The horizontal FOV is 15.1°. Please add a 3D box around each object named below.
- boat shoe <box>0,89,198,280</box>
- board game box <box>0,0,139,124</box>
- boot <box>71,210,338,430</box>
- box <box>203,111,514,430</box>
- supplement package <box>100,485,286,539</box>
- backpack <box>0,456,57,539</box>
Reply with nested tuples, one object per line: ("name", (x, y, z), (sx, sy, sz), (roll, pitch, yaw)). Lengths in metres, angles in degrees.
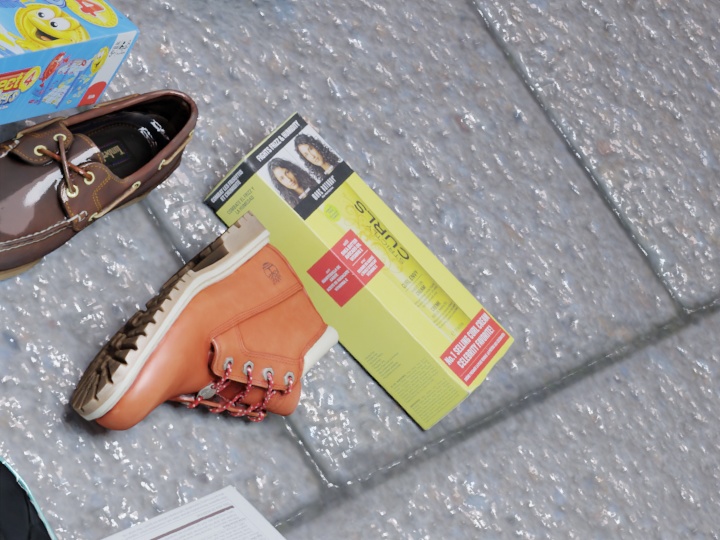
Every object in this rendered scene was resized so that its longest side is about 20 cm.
("boat shoe", (-0.171, -0.057, 1.562), (0.070, 0.070, 0.200), (52, 42, 3))
("board game box", (-0.253, -0.163, 1.515), (0.200, 0.056, 0.196), (41, 25, 13))
("boot", (-0.083, 0.051, 1.555), (0.107, 0.075, 0.200), (51, 39, -4))
("box", (0.000, 0.000, 1.681), (0.200, 0.050, 0.075), (47, 40, -1))
("supplement package", (-0.054, 0.225, 1.367), (0.200, 0.110, 0.114), (43, 37, 24))
("backpack", (-0.192, 0.214, 1.263), (0.200, 0.153, 0.176), (47, 41, 14))
